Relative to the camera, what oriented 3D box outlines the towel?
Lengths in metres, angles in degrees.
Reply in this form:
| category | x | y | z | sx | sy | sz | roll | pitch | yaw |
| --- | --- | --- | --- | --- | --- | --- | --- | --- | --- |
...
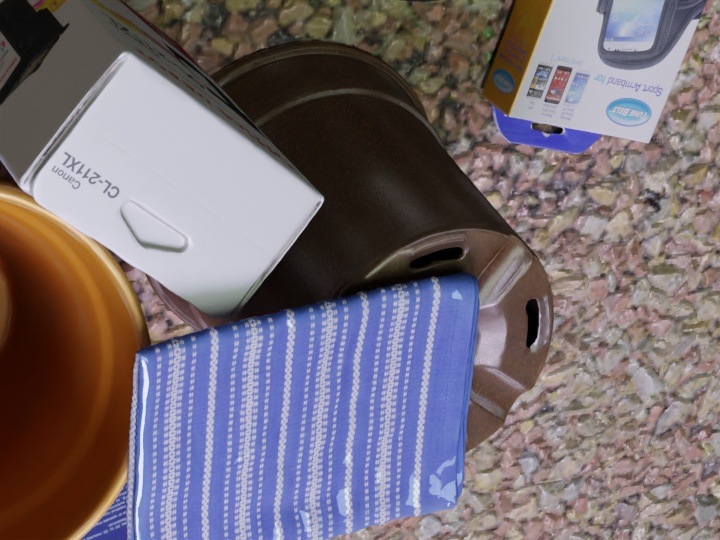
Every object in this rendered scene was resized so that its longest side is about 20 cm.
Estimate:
| category | x | y | z | sx | sy | sz | roll | pitch | yaw |
| --- | --- | --- | --- | --- | --- | --- | --- | --- | --- |
| towel | -0.025 | 0.083 | 0.990 | 0.199 | 0.024 | 0.146 | -13 | 122 | -31 |

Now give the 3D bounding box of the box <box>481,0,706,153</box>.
| category | x | y | z | sx | sy | sz | roll | pitch | yaw |
| --- | --- | --- | --- | --- | --- | --- | --- | --- | --- |
| box | 0.155 | -0.163 | 1.208 | 0.118 | 0.041 | 0.202 | 6 | 111 | -33 |

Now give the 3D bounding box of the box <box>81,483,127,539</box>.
| category | x | y | z | sx | sy | sz | roll | pitch | yaw |
| --- | --- | --- | --- | --- | --- | --- | --- | --- | --- |
| box | -0.181 | 0.105 | 1.172 | 0.120 | 0.032 | 0.202 | -21 | 123 | -18 |

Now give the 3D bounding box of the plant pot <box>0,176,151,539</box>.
| category | x | y | z | sx | sy | sz | roll | pitch | yaw |
| --- | --- | --- | --- | --- | --- | --- | --- | --- | --- |
| plant pot | -0.222 | 0.039 | 0.995 | 0.198 | 0.183 | 0.202 | -4 | 103 | -19 |

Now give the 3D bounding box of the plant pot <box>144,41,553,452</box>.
| category | x | y | z | sx | sy | sz | roll | pitch | yaw |
| --- | --- | --- | --- | --- | --- | --- | --- | --- | --- |
| plant pot | 0.000 | 0.000 | 1.111 | 0.199 | 0.198 | 0.202 | -15 | 124 | -23 |

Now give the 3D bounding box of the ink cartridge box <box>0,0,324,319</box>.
| category | x | y | z | sx | sy | sz | roll | pitch | yaw |
| --- | --- | --- | --- | --- | --- | --- | --- | --- | --- |
| ink cartridge box | -0.126 | -0.081 | 0.988 | 0.083 | 0.200 | 0.145 | -50 | 130 | 5 |
